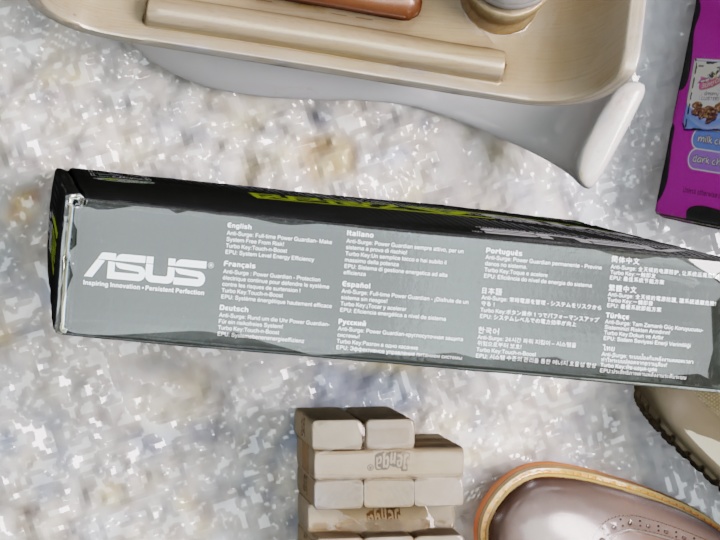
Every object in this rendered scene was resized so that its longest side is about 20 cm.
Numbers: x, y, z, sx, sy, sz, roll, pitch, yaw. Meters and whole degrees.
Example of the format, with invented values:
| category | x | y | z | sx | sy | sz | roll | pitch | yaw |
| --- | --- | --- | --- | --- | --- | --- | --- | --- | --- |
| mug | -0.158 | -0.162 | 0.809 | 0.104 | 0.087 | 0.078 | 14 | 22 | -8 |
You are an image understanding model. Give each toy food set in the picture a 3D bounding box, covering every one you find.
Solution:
| category | x | y | z | sx | sy | sz | roll | pitch | yaw |
| --- | --- | --- | --- | --- | --- | --- | --- | --- | --- |
| toy food set | -0.002 | -0.141 | 0.844 | 0.200 | 0.060 | 0.144 | 9 | 72 | -4 |

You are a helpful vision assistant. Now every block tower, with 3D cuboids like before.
| category | x | y | z | sx | sy | sz | roll | pitch | yaw |
| --- | --- | --- | --- | --- | --- | --- | --- | --- | --- |
| block tower | 0.007 | 0.149 | 0.900 | 0.054 | 0.058 | 0.200 | -1 | 92 | -7 |

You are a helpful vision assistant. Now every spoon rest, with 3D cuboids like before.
| category | x | y | z | sx | sy | sz | roll | pitch | yaw |
| --- | --- | --- | --- | --- | --- | --- | --- | --- | --- |
| spoon rest | 0.001 | -0.088 | 0.897 | 0.200 | 0.061 | 0.099 | 29 | 88 | 5 |

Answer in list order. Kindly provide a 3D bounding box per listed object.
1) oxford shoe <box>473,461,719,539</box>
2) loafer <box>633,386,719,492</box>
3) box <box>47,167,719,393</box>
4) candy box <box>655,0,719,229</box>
| category | x | y | z | sx | sy | sz | roll | pitch | yaw |
| --- | --- | --- | --- | --- | --- | --- | --- | --- | --- |
| oxford shoe | 0.130 | 0.134 | 0.912 | 0.200 | 0.073 | 0.071 | 33 | 89 | -8 |
| loafer | 0.187 | 0.088 | 0.916 | 0.200 | 0.076 | 0.067 | 41 | 94 | -8 |
| box | 0.000 | 0.000 | 0.826 | 0.200 | 0.193 | 0.048 | 6 | 92 | -7 |
| candy box | 0.184 | -0.103 | 0.870 | 0.061 | 0.136 | 0.200 | 8 | 94 | -40 |
